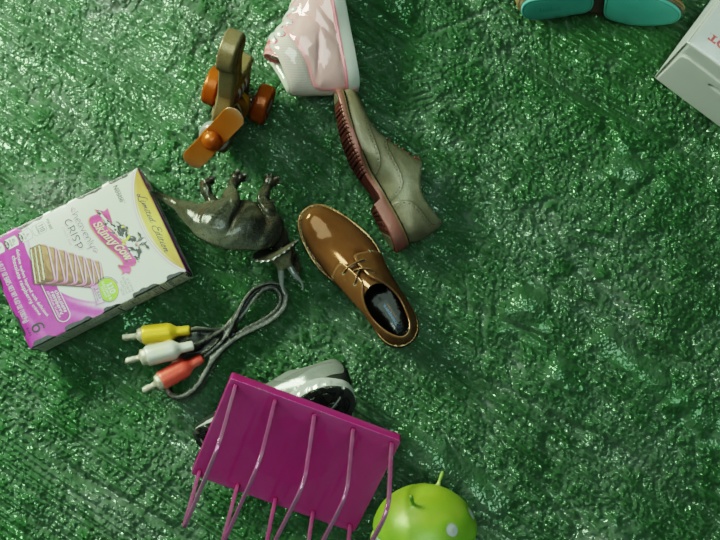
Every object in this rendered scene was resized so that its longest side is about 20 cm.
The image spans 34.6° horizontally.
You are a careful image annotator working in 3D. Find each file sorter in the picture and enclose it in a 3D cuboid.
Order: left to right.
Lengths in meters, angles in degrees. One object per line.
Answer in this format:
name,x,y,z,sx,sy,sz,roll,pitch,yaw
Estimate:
file sorter,-0.076,0.230,1.235,0.199,0.126,0.139,21,117,-8

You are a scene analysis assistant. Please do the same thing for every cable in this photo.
cable,-0.168,0.082,1.327,0.199,0.050,0.098,-23,82,-2

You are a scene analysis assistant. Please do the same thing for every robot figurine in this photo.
robot figurine,0.067,0.323,1.257,0.115,0.175,0.201,9,106,26

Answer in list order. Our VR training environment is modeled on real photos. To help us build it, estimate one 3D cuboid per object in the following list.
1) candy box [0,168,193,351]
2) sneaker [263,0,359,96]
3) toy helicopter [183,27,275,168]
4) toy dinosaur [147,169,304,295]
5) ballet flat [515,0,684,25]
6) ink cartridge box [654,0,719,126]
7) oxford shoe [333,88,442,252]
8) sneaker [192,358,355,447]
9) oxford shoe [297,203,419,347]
candy box,-0.312,-0.011,1.331,0.199,0.061,0.137,-27,85,-3
sneaker,-0.069,-0.298,1.352,0.104,0.075,0.201,-11,89,-6
toy helicopter,-0.150,-0.194,1.280,0.079,0.200,0.133,21,67,2
toy dinosaur,-0.142,-0.059,1.309,0.199,0.077,0.103,20,53,-18
ballet flat,0.283,-0.334,1.371,0.199,0.068,0.073,1,65,4
ink cartridge box,0.465,-0.272,1.316,0.146,0.146,0.200,37,85,3
oxford shoe,0.029,-0.125,1.344,0.074,0.070,0.201,-24,95,-6
sneaker,-0.097,0.160,1.317,0.199,0.079,0.074,-21,120,11
oxford shoe,0.000,0.000,1.327,0.071,0.071,0.200,-40,84,-2
